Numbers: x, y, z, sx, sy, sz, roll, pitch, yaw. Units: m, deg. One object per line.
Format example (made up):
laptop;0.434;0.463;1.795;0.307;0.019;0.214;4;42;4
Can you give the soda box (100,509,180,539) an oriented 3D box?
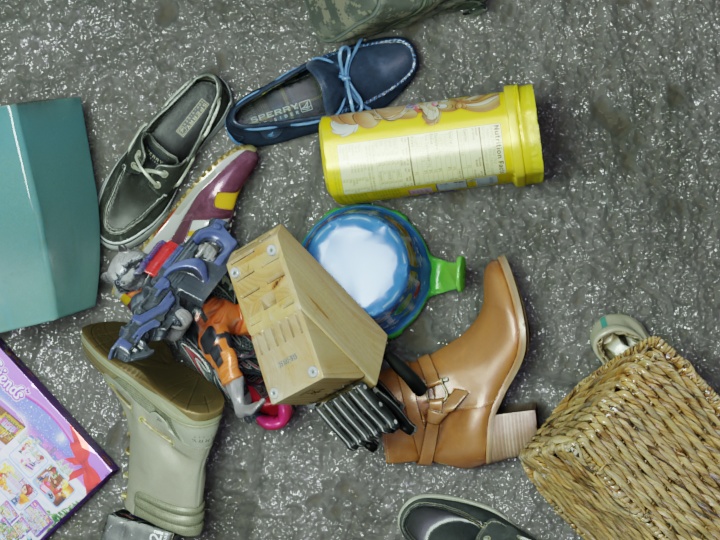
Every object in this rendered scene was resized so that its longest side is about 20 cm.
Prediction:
soda box;-0.231;0.335;1.758;0.071;0.063;0.200;15;87;5

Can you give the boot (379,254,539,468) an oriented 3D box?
boot;0.087;0.089;1.751;0.154;0.074;0.201;-5;84;7

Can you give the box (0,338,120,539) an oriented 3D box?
box;-0.352;0.168;1.787;0.137;0.039;0.200;-43;85;1

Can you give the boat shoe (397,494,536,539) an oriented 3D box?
boat shoe;0.128;0.270;1.740;0.200;0.068;0.072;27;90;6

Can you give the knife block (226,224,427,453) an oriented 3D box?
knife block;-0.020;0.065;1.660;0.064;0.175;0.200;-29;72;30

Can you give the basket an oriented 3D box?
basket;0.268;0.184;1.704;0.200;0.143;0.149;44;67;-7

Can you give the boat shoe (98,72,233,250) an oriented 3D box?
boat shoe;-0.198;-0.109;1.780;0.071;0.064;0.200;34;90;5

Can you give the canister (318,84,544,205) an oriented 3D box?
canister;0.068;-0.115;1.724;0.199;0.149;0.087;-7;86;5

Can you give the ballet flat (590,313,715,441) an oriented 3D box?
ballet flat;0.290;0.124;1.738;0.069;0.069;0.200;-43;86;0

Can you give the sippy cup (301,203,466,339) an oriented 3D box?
sippy cup;0.000;0.000;1.730;0.178;0.130;0.140;-33;86;1

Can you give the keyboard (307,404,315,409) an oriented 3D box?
keyboard;-0.052;0.059;1.710;0.056;0.200;0.011;18;49;39

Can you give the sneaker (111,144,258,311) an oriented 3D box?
sneaker;-0.149;-0.029;1.775;0.090;0.075;0.200;40;96;-4

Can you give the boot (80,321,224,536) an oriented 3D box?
boot;-0.208;0.149;1.756;0.200;0.072;0.155;34;126;40

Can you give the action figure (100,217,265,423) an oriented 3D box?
action figure;-0.157;0.057;1.635;0.193;0.105;0.200;42;45;3

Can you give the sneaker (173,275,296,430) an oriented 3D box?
sneaker;-0.128;0.067;1.727;0.081;0.075;0.200;-42;107;13

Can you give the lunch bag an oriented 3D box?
lunch bag;0.032;-0.330;1.745;0.167;0.139;0.200;-14;86;-33

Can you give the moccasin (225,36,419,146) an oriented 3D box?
moccasin;-0.034;-0.167;1.771;0.200;0.068;0.081;-28;85;-1

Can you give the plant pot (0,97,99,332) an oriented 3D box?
plant pot;-0.331;-0.047;1.733;0.141;0.141;0.201;-12;94;19
